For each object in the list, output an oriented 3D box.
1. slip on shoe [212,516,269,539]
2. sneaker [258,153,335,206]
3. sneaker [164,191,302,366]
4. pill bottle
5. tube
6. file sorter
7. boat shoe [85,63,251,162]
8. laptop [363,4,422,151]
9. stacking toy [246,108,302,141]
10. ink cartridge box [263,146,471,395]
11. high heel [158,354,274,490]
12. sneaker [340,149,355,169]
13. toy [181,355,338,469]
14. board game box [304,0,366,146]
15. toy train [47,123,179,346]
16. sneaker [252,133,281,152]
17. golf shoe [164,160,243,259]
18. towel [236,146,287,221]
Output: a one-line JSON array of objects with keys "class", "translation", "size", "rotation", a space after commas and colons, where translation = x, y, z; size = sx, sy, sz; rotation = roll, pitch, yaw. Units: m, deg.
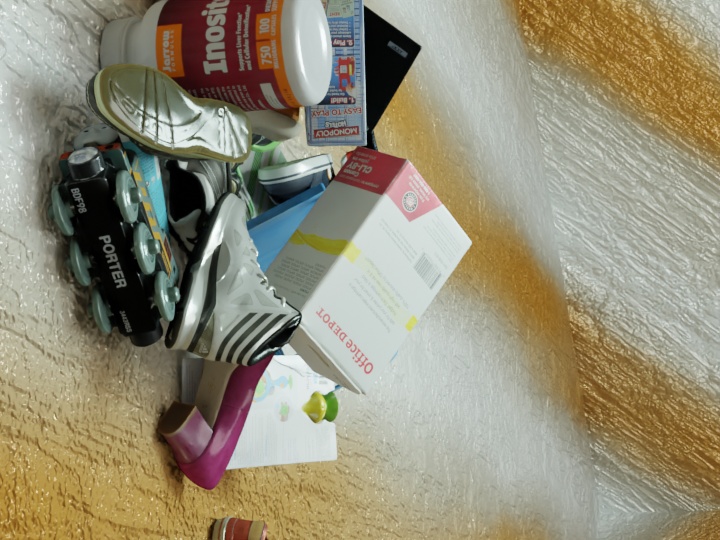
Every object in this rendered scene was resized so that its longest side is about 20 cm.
[{"class": "slip on shoe", "translation": [-0.106, 0.341, 1.796], "size": [0.074, 0.061, 0.200], "rotation": [-77, 158, -49]}, {"class": "sneaker", "translation": [-0.063, -0.092, 1.938], "size": [0.200, 0.078, 0.080], "rotation": [-25, 104, -77]}, {"class": "sneaker", "translation": [-0.109, 0.017, 1.587], "size": [0.201, 0.115, 0.076], "rotation": [-78, -166, -45]}, {"class": "pill bottle", "translation": [-0.136, -0.202, 1.566], "size": [0.113, 0.199, 0.113], "rotation": [-4, 90, -74]}, {"class": "tube", "translation": [-0.203, -0.047, 1.583], "size": [0.077, 0.050, 0.200], "rotation": [-64, 151, -53]}, {"class": "file sorter", "translation": [-0.053, 0.031, 1.835], "size": [0.123, 0.139, 0.200], "rotation": [62, 0, 36]}, {"class": "boat shoe", "translation": [-0.178, -0.131, 1.486], "size": [0.201, 0.066, 0.072], "rotation": [13, 71, -54]}, {"class": "laptop", "translation": [-0.028, -0.237, 1.886], "size": [0.103, 0.177, 0.200], "rotation": [-53, 173, -4]}, {"class": "stacking toy", "translation": [-0.105, -0.241, 1.694], "size": [0.146, 0.146, 0.201], "rotation": [21, 86, -72]}, {"class": "ink cartridge box", "translation": [0.000, 0.000, 1.676], "size": [0.200, 0.083, 0.145], "rotation": [-54, 134, -16]}, {"class": "high heel", "translation": [-0.124, 0.123, 1.694], "size": [0.200, 0.067, 0.096], "rotation": [-48, 133, -24]}, {"class": "sneaker", "translation": [0.009, -0.108, 1.957], "size": [0.200, 0.070, 0.094], "rotation": [-99, 176, -65]}, {"class": "toy", "translation": [-0.113, 0.148, 1.763], "size": [0.200, 0.047, 0.116], "rotation": [1, 86, -38]}, {"class": "board game box", "translation": [-0.029, -0.206, 1.676], "size": [0.200, 0.061, 0.200], "rotation": [101, -12, -77]}, {"class": "toy train", "translation": [-0.215, -0.032, 1.485], "size": [0.114, 0.085, 0.200], "rotation": [-91, 167, -58]}, {"class": "sneaker", "translation": [-0.131, -0.226, 1.797], "size": [0.084, 0.077, 0.201], "rotation": [-12, 84, -56]}, {"class": "golf shoe", "translation": [-0.163, -0.035, 1.696], "size": [0.094, 0.078, 0.201], "rotation": [-23, 107, -54]}, {"class": "towel", "translation": [-0.122, -0.132, 1.915], "size": [0.200, 0.023, 0.153], "rotation": [68, 24, -47]}]
